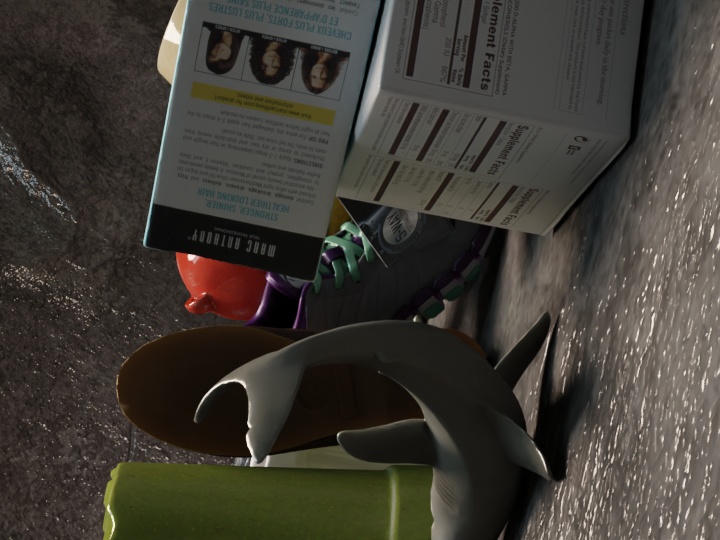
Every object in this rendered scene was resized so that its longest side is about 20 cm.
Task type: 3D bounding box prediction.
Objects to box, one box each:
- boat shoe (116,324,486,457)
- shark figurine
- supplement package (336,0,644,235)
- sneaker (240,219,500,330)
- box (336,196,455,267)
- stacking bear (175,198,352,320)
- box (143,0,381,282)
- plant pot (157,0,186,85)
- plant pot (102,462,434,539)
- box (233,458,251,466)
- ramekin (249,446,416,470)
[{"bbox_3d":[-0.033,0.066,1.001,0.070,0.199,0.071,146,124,-78],"label":"boat shoe"},{"bbox_3d":[0.037,0.064,0.784,0.128,0.214,0.089,-51,48,1],"label":"shark figurine"},{"bbox_3d":[0.063,-0.138,0.851,0.156,0.111,0.201,119,162,-73],"label":"supplement package"},{"bbox_3d":[0.000,0.000,1.045,0.200,0.087,0.074,-51,51,7],"label":"sneaker"},{"bbox_3d":[-0.007,-0.118,1.009,0.160,0.043,0.200,54,-162,-25],"label":"box"},{"bbox_3d":[-0.056,-0.035,1.149,0.114,0.121,0.200,60,-157,-15],"label":"stacking bear"},{"bbox_3d":[-0.038,-0.097,0.815,0.049,0.082,0.200,-85,9,-59],"label":"box"},{"bbox_3d":[-0.051,-0.158,1.459,0.187,0.200,0.188,25,-90,-88],"label":"plant pot"},{"bbox_3d":[-0.047,0.176,0.958,0.200,0.189,0.201,-169,90,-86],"label":"plant pot"},{"bbox_3d":[-0.050,0.171,1.513,0.182,0.104,0.200,109,171,-50],"label":"box"},{"bbox_3d":[-0.013,0.117,1.198,0.200,0.105,0.201,-168,90,-85],"label":"ramekin"}]
